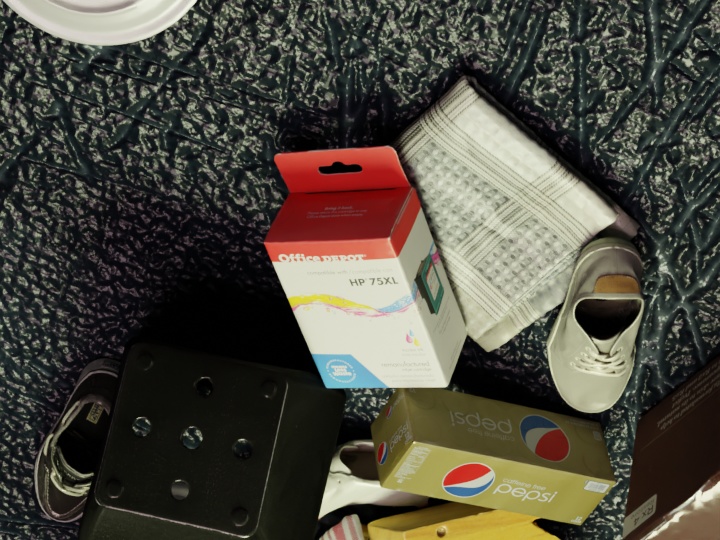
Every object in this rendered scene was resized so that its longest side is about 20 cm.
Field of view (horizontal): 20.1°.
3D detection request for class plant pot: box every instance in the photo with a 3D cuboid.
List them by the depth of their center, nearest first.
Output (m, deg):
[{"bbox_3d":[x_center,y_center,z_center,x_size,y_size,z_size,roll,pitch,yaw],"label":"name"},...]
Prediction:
[{"bbox_3d":[-0.131,0.156,1.687,0.197,0.202,0.178,12,167,5],"label":"plant pot"}]

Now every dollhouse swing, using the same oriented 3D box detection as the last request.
[{"bbox_3d":[0.085,0.305,1.831,0.180,0.176,0.202,-12,95,-9],"label":"dollhouse swing"}]

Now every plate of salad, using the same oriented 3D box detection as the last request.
[{"bbox_3d":[-0.201,-0.267,1.530,0.198,0.048,0.202,3,117,7],"label":"plate of salad"}]

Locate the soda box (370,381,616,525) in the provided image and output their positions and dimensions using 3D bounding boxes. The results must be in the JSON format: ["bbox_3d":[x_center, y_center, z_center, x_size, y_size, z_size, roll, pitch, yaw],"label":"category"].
[{"bbox_3d":[0.111,0.154,1.710,0.198,0.068,0.064,14,132,-24],"label":"soda box"}]

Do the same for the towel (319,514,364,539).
[{"bbox_3d":[-0.014,0.316,1.839,0.030,0.148,0.200,-12,161,-28],"label":"towel"}]

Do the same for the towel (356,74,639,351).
[{"bbox_3d":[0.096,-0.036,1.635,0.199,0.035,0.192,38,126,-15],"label":"towel"}]

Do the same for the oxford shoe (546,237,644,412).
[{"bbox_3d":[0.193,0.058,1.652,0.074,0.058,0.201,0,140,-3],"label":"oxford shoe"}]

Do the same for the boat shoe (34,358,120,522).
[{"bbox_3d":[-0.260,0.168,1.856,0.070,0.064,0.201,21,128,-3],"label":"boat shoe"}]

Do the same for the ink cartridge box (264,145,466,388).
[{"bbox_3d":[0.000,0.000,1.635,0.115,0.068,0.201,-2,130,26],"label":"ink cartridge box"}]

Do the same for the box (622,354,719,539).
[{"bbox_3d":[0.344,0.187,1.657,0.199,0.165,0.166,36,127,-14],"label":"box"}]

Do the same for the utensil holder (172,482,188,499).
[{"bbox_3d":[-0.187,0.320,1.865,0.168,0.201,0.171,7,128,9],"label":"utensil holder"}]

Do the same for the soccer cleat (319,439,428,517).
[{"bbox_3d":[-0.029,0.185,1.806,0.198,0.070,0.078,-11,144,13],"label":"soccer cleat"}]
